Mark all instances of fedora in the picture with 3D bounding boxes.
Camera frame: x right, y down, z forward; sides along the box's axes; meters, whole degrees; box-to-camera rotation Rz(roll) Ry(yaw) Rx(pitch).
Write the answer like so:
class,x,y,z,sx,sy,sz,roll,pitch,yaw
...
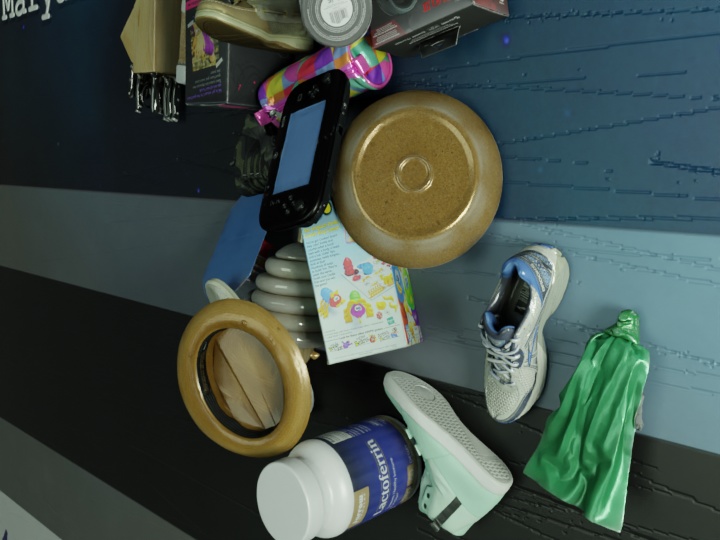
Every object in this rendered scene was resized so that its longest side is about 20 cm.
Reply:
class,x,y,z,sx,sy,sz,roll,pitch,yaw
fedora,-0.135,0.129,0.920,0.196,0.082,0.206,4,102,21

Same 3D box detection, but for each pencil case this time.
class,x,y,z,sx,sy,sz,roll,pitch,yaw
pencil case,-0.050,-0.243,0.954,0.198,0.087,0.090,-17,83,44

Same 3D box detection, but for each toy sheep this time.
class,x,y,z,sx,sy,sz,roll,pitch,yaw
toy sheep,-0.086,0.034,0.992,0.136,0.136,0.205,8,99,42

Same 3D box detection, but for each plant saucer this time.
class,x,y,z,sx,sy,sz,roll,pitch,yaw
plant saucer,0.060,-0.106,0.820,0.195,0.035,0.205,-1,86,8

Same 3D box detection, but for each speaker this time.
class,x,y,z,sx,sy,sz,roll,pitch,yaw
speaker,-0.034,-0.320,0.864,0.201,0.079,0.083,-103,30,-63

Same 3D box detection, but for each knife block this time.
class,x,y,z,sx,sy,sz,roll,pitch,yaw
knife block,-0.327,-0.359,1.221,0.200,0.063,0.178,-46,64,36

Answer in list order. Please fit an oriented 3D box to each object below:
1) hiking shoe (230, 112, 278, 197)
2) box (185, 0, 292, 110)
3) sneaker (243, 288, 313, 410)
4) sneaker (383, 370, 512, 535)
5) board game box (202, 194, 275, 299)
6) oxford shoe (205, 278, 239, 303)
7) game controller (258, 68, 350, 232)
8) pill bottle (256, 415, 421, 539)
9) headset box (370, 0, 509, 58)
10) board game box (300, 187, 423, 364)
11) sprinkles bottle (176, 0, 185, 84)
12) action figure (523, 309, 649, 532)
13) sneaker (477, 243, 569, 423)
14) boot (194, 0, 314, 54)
class,x,y,z,sx,sy,sz,roll,pitch,yaw
hiking shoe,-0.126,-0.136,1.024,0.102,0.075,0.201,-59,36,18
box,-0.170,-0.332,1.032,0.105,0.121,0.205,10,102,41
sneaker,-0.148,0.136,1.095,0.114,0.074,0.204,-30,77,38
sneaker,0.077,0.223,0.886,0.200,0.073,0.119,45,117,28
board game box,-0.163,-0.040,1.086,0.157,0.039,0.204,-8,58,53
oxford shoe,-0.169,0.108,1.000,0.075,0.057,0.204,-10,104,59
game controller,-0.066,-0.140,0.859,0.102,0.042,0.204,-5,64,34
pill bottle,-0.024,0.257,0.904,0.114,0.198,0.119,6,100,42
headset box,0.078,-0.345,0.825,0.147,0.076,0.205,-8,88,44
board game box,0.000,0.000,0.898,0.103,0.103,0.205,-13,85,15
sprinkles bottle,-0.245,-0.390,1.135,0.067,0.067,0.205,18,106,41
action figure,0.242,0.137,0.736,0.117,0.054,0.204,23,103,41
sneaker,0.157,0.071,0.788,0.076,0.084,0.205,20,109,40
boot,-0.128,-0.368,0.937,0.071,0.198,0.159,11,101,35
